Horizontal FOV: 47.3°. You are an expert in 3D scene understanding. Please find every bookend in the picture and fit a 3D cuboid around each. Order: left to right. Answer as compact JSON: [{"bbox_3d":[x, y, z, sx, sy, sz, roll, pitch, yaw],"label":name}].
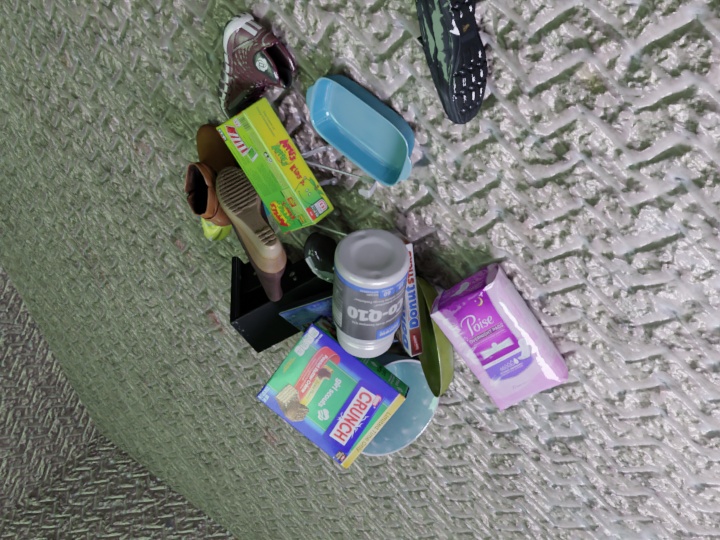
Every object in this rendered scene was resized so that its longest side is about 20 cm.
[{"bbox_3d":[-0.136,0.020,1.533,0.200,0.199,0.092,-27,126,14],"label":"bookend"}]

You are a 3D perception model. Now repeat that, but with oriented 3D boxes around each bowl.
[{"bbox_3d":[0.037,0.230,1.527,0.105,0.200,0.201,41,156,54],"label":"bowl"}]

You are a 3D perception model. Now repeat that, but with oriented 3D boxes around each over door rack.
[{"bbox_3d":[-0.041,-0.120,1.322,0.200,0.067,0.148,29,143,30],"label":"over door rack"}]

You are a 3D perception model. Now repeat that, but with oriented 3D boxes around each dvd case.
[{"bbox_3d":[-0.031,0.094,1.451,0.142,0.018,0.200,-19,142,25],"label":"dvd case"}]

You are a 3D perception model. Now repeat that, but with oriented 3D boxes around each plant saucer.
[{"bbox_3d":[0.116,0.103,1.326,0.200,0.031,0.201,170,90,-84],"label":"plant saucer"}]

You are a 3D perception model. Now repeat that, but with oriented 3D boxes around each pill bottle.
[{"bbox_3d":[0.013,0.041,1.282,0.114,0.114,0.200,33,145,23],"label":"pill bottle"}]

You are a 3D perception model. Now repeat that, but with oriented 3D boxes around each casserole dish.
[{"bbox_3d":[0.006,-0.208,1.196,0.200,0.039,0.121,40,148,15],"label":"casserole dish"}]

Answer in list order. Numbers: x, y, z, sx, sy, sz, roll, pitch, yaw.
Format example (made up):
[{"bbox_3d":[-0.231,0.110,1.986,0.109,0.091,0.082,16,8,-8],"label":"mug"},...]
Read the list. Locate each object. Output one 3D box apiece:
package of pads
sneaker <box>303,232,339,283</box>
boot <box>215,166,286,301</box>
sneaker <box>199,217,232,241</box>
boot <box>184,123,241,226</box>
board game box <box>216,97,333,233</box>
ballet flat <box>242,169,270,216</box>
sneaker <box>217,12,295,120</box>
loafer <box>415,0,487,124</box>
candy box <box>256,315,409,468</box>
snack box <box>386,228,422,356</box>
[{"bbox_3d":[0.207,0.100,1.217,0.120,0.076,0.200,-32,102,23],"label":"package of pads"},{"bbox_3d":[0.000,0.000,1.393,0.115,0.075,0.200,-1,147,41],"label":"sneaker"},{"bbox_3d":[-0.187,-0.059,1.396,0.200,0.072,0.167,58,160,25],"label":"boot"},{"bbox_3d":[-0.288,-0.147,1.594,0.105,0.076,0.200,50,140,19],"label":"sneaker"},{"bbox_3d":[-0.269,-0.172,1.428,0.076,0.155,0.201,-13,85,16],"label":"boot"},{"bbox_3d":[-0.134,-0.160,1.287,0.101,0.048,0.200,-12,114,56],"label":"board game box"},{"bbox_3d":[-0.178,-0.178,1.450,0.200,0.068,0.063,99,149,-49],"label":"ballet flat"},{"bbox_3d":[-0.157,-0.288,1.275,0.115,0.076,0.200,33,145,19],"label":"sneaker"},{"bbox_3d":[0.104,-0.273,0.979,0.070,0.068,0.201,25,137,46],"label":"loafer"},{"bbox_3d":[-0.045,0.205,1.391,0.200,0.077,0.169,38,104,1],"label":"candy box"},{"bbox_3d":[0.070,0.036,1.336,0.072,0.024,0.201,-132,31,-59],"label":"snack box"}]
